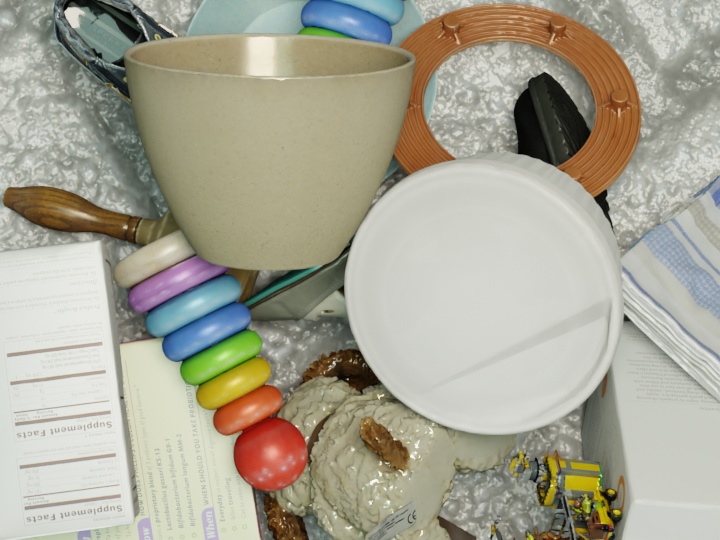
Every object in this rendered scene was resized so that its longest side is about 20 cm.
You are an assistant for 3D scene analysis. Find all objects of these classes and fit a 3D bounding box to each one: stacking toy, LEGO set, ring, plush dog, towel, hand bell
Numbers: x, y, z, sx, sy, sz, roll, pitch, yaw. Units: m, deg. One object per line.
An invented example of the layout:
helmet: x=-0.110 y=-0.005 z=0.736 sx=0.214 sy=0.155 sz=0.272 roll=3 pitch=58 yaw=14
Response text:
stacking toy: x=-0.017 y=-0.158 z=1.634 sx=0.085 sy=0.085 sz=0.200 roll=17 pitch=87 yaw=-2
stacking toy: x=-0.101 y=0.069 z=1.582 sx=0.085 sy=0.085 sz=0.200 roll=-26 pitch=89 yaw=-3
LEGO set: x=0.104 y=0.226 z=1.575 sx=0.116 sy=0.154 sz=0.200 roll=7 pitch=133 yaw=-11
ring: x=0.113 y=-0.126 z=1.642 sx=0.200 sy=0.019 sz=0.201 roll=1 pitch=56 yaw=-1
plush dog: x=-0.006 y=0.143 z=1.633 sx=0.160 sy=0.172 sz=0.200 roll=37 pitch=70 yaw=-43
towel: x=0.276 y=0.012 z=1.645 sx=0.147 sy=0.024 sz=0.200 roll=45 pitch=43 yaw=11
hand bell: x=-0.180 y=-0.033 z=1.684 sx=0.200 sy=0.104 sz=0.104 roll=15 pitch=88 yaw=11

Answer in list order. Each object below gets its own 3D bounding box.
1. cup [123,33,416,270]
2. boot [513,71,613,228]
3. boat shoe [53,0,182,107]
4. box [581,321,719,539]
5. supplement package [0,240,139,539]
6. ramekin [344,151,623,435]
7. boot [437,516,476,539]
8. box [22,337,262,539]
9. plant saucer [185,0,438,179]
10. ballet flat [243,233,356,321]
cup: x=-0.064 y=-0.080 z=1.511 sx=0.200 sy=0.200 sz=0.143 roll=1 pitch=104 yaw=-2
boot: x=0.108 y=-0.039 z=1.688 sx=0.158 sy=0.079 sz=0.211 roll=-20 pitch=62 yaw=22
boat shoe: x=-0.147 y=-0.142 z=1.634 sx=0.200 sy=0.091 sz=0.071 roll=33 pitch=88 yaw=-2
box: x=0.226 y=0.148 z=1.610 sx=0.097 sy=0.200 sz=0.124 roll=4 pitch=128 yaw=-3
supplement package: x=-0.224 y=0.086 z=1.555 sx=0.109 sy=0.114 sz=0.200 roll=-7 pitch=87 yaw=-4
ramekin: x=0.095 y=0.009 z=1.556 sx=0.202 sy=0.094 sz=0.203 roll=6 pitch=111 yaw=16
boot: x=-0.014 y=0.271 z=1.682 sx=0.186 sy=0.064 sz=0.200 roll=10 pitch=87 yaw=-7
box: x=-0.183 y=0.144 z=1.660 sx=0.200 sy=0.097 sz=0.176 roll=-9 pitch=89 yaw=-4
plant saucer: x=-0.040 y=-0.150 z=1.704 sx=0.201 sy=0.039 sz=0.201 roll=0 pitch=88 yaw=-2
ballet flat: x=0.000 y=0.000 z=1.653 sx=0.200 sy=0.067 sz=0.064 roll=-35 pitch=92 yaw=17
